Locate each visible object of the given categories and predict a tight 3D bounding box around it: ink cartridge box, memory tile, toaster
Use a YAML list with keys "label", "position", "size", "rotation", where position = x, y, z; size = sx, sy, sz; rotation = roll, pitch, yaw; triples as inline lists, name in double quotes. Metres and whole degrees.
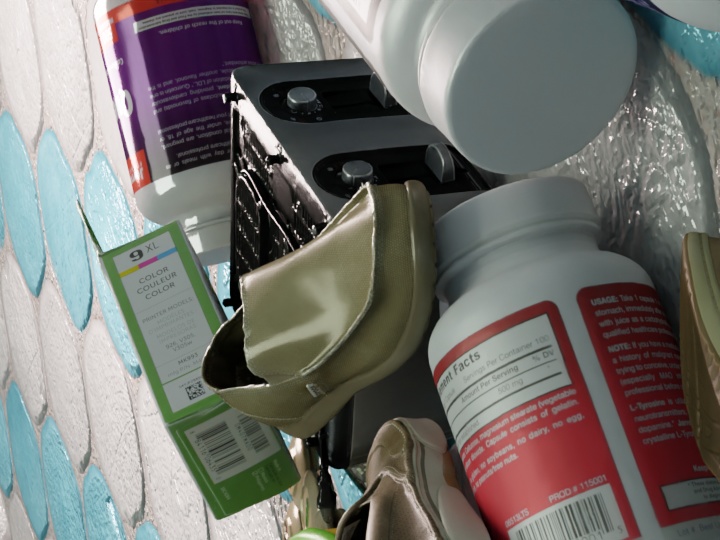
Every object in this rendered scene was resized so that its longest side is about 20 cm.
- label: "ink cartridge box"
  position: [-0.108, 0.042, 1.210]
  size: [0.104, 0.059, 0.200]
  rotation: [69, 174, -49]
- label: "memory tile"
  position: [-0.030, 0.213, 1.213]
  size: [0.153, 0.017, 0.201]
  rotation: [-120, 30, -63]
- label: "toaster"
  position: [0.000, 0.000, 1.117]
  size: [0.181, 0.118, 0.201]
  rotation: [-125, 30, -49]

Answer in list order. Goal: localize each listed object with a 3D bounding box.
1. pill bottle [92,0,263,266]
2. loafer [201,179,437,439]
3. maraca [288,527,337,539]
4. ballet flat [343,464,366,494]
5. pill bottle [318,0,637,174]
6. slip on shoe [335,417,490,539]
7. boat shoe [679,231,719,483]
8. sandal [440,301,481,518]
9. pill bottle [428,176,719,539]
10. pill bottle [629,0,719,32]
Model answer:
- label: "pill bottle"
  position: [-0.116, -0.108, 1.383]
  size: [0.112, 0.112, 0.201]
  rotation: [147, 110, -69]
- label: "loafer"
  position: [-0.022, 0.024, 0.946]
  size: [0.200, 0.067, 0.076]
  rotation: [125, 146, -49]
- label: "maraca"
  position: [-0.004, 0.199, 1.051]
  size: [0.138, 0.107, 0.200]
  rotation: [64, 158, -2]
- label: "ballet flat"
  position: [-0.001, 0.077, 1.214]
  size: [0.200, 0.068, 0.076]
  rotation: [47, 123, 27]
- label: "pill bottle"
  position: [0.044, -0.138, 0.931]
  size: [0.200, 0.113, 0.114]
  rotation: [-124, 30, -47]
- label: "slip on shoe"
  position: [0.016, 0.123, 0.930]
  size: [0.200, 0.060, 0.077]
  rotation: [-118, 25, -71]
- label: "boat shoe"
  position: [0.168, 0.053, 0.772]
  size: [0.201, 0.064, 0.072]
  rotation: [-98, 1, -53]
- label: "sandal"
  position: [0.079, 0.092, 1.007]
  size: [0.059, 0.079, 0.208]
  rotation: [144, 119, -74]
- label: "pill bottle"
  position: [0.097, 0.064, 0.896]
  size: [0.112, 0.112, 0.201]
  rotation: [120, 135, -61]
- label: "pill bottle"
  position: [0.121, -0.151, 0.711]
  size: [0.200, 0.115, 0.117]
  rotation: [-139, 42, -60]
